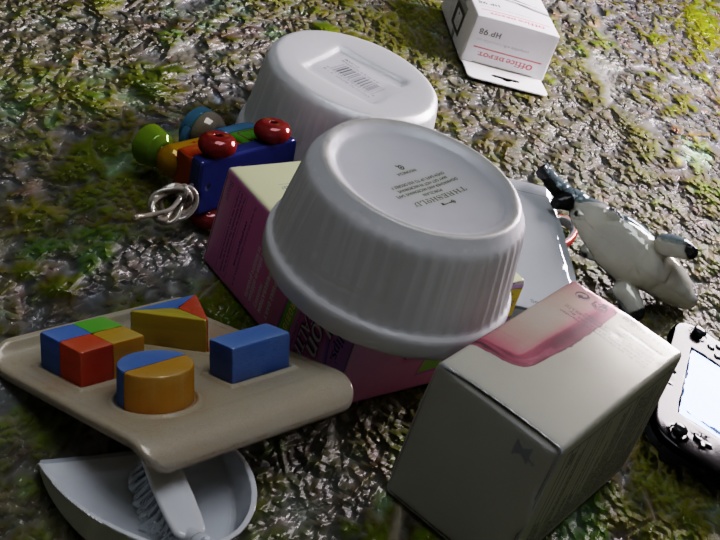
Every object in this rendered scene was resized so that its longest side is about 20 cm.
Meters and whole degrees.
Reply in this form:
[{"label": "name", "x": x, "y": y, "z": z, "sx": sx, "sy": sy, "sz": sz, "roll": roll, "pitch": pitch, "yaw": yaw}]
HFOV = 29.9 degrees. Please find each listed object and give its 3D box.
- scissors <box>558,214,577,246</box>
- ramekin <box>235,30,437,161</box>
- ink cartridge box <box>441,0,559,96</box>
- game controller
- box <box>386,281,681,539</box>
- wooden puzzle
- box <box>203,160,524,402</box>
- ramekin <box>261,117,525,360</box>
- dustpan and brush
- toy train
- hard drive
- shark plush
[{"label": "scissors", "x": 0.158, "y": -0.021, "z": 1.323, "sx": 0.073, "sy": 0.014, "sz": 0.200, "roll": 29, "pitch": 32, "yaw": 12}, {"label": "ramekin", "x": -0.019, "y": -0.156, "z": 1.344, "sx": 0.199, "sy": 0.098, "sz": 0.201, "roll": 14, "pitch": 33, "yaw": -9}, {"label": "ink cartridge box", "x": 0.179, "y": -0.307, "z": 1.711, "sx": 0.115, "sy": 0.067, "sz": 0.201, "roll": 12, "pitch": 33, "yaw": -16}, {"label": "game controller", "x": 0.305, "y": 0.117, "z": 1.176, "sx": 0.104, "sy": 0.042, "sz": 0.200, "roll": 25, "pitch": 33, "yaw": 6}, {"label": "box", "x": 0.131, "y": 0.111, "z": 1.003, "sx": 0.109, "sy": 0.129, "sz": 0.199, "roll": 36, "pitch": 34, "yaw": 23}, {"label": "wooden puzzle", "x": -0.132, "y": 0.063, "z": 0.955, "sx": 0.184, "sy": 0.047, "sz": 0.199, "roll": -14, "pitch": 27, "yaw": -43}, {"label": "box", "x": 0.000, "y": 0.000, "z": 1.124, "sx": 0.175, "sy": 0.097, "sz": 0.200, "roll": -10, "pitch": 42, "yaw": -39}, {"label": "ramekin", "x": 0.031, "y": -0.033, "z": 1.011, "sx": 0.201, "sy": 0.095, "sz": 0.203, "roll": 14, "pitch": 33, "yaw": -9}, {"label": "dustpan and brush", "x": -0.110, "y": 0.164, "z": 0.849, "sx": 0.139, "sy": 0.058, "sz": 0.200, "roll": -2, "pitch": 39, "yaw": -32}, {"label": "toy train", "x": -0.161, "y": -0.095, "z": 1.194, "sx": 0.115, "sy": 0.085, "sz": 0.199, "roll": 28, "pitch": 31, "yaw": 32}, {"label": "hard drive", "x": 0.136, "y": -0.023, "z": 1.284, "sx": 0.131, "sy": 0.027, "sz": 0.201, "roll": 12, "pitch": 39, "yaw": -15}, {"label": "shark plush", "x": 0.246, "y": -0.025, "z": 1.335, "sx": 0.199, "sy": 0.091, "sz": 0.083, "roll": 31, "pitch": 15, "yaw": 18}]
